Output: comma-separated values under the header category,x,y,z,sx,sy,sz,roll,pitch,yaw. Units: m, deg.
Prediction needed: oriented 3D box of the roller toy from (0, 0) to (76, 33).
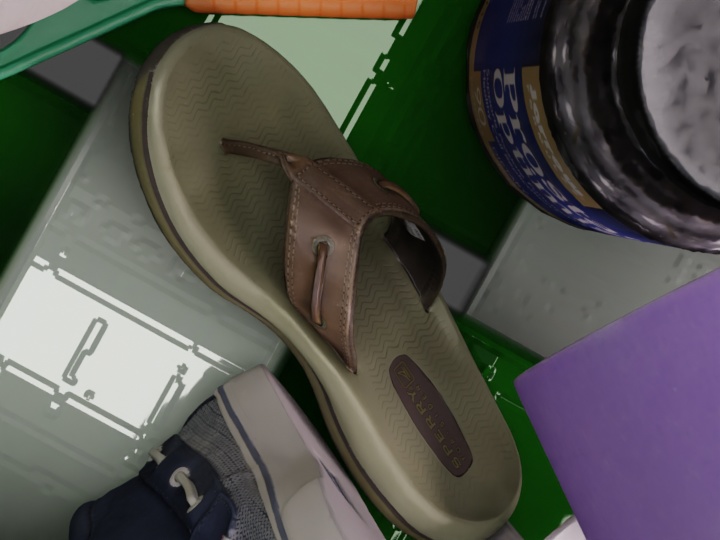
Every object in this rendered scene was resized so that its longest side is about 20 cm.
category,x,y,z,sx,sy,sz,roll,pitch,yaw
roller toy,-0.124,-0.162,0.690,0.199,0.140,0.183,-24,76,-23

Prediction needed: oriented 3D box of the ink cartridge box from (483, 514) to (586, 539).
category,x,y,z,sx,sy,sz,roll,pitch,yaw
ink cartridge box,0.042,0.168,0.854,0.200,0.067,0.116,-39,97,-2

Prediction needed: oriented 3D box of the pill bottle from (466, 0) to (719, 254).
category,x,y,z,sx,sy,sz,roll,pitch,yaw
pill bottle,0.102,-0.063,0.777,0.111,0.200,0.112,0,93,-7

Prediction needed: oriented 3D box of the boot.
category,x,y,z,sx,sy,sz,roll,pitch,yaw
boot,-0.036,0.101,0.777,0.090,0.200,0.073,-37,109,0

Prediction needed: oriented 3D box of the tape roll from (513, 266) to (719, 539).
category,x,y,z,sx,sy,sz,roll,pitch,yaw
tape roll,0.152,0.028,0.752,0.199,0.200,0.085,-25,84,-5

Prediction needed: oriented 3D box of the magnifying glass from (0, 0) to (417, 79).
category,x,y,z,sx,sy,sz,roll,pitch,yaw
magnifying glass,-0.080,-0.100,0.844,0.199,0.022,0.080,1,93,-6

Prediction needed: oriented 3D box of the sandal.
category,x,y,z,sx,sy,sz,roll,pitch,yaw
sandal,0.001,0.000,0.828,0.201,0.057,0.080,54,51,-13
